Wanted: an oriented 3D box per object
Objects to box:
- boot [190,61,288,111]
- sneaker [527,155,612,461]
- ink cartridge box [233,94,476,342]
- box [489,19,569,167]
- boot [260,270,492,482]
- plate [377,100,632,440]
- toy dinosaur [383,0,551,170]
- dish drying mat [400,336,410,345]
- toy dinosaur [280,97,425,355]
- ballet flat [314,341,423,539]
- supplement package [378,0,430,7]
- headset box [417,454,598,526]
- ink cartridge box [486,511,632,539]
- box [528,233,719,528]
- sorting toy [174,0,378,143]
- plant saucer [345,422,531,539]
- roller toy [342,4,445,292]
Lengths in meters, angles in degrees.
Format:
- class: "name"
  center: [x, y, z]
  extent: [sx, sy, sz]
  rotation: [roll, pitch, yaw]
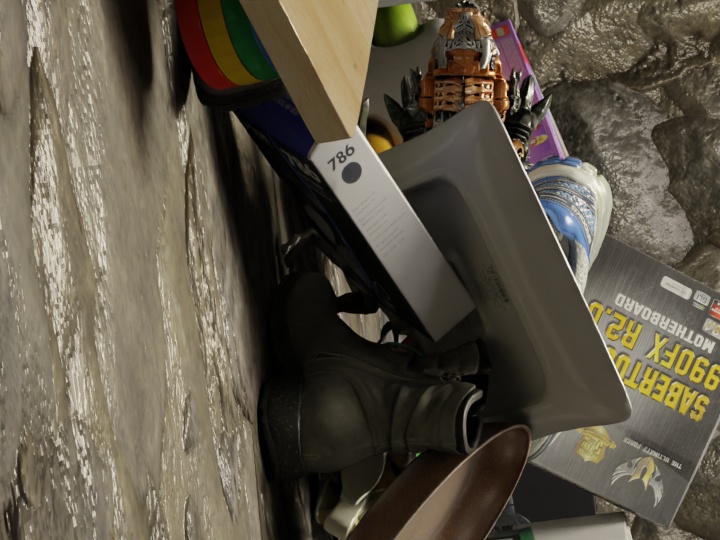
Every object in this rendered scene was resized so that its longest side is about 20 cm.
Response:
- class: "boot"
  center: [-0.073, -0.176, 1.388]
  extent: [0.200, 0.070, 0.132]
  rotation: [-102, 175, -58]
- class: "sneaker"
  center: [0.101, 0.032, 1.652]
  extent: [0.085, 0.077, 0.200]
  rotation: [-53, 152, -66]
- class: "ink cartridge box"
  center: [-0.013, -0.051, 1.521]
  extent: [0.099, 0.039, 0.200]
  rotation: [35, -17, 53]
- class: "box"
  center: [0.129, -0.069, 1.883]
  extent: [0.200, 0.039, 0.137]
  rotation: [-104, 170, -54]
- class: "boot"
  center: [0.014, 0.060, 1.570]
  extent: [0.200, 0.131, 0.068]
  rotation: [-88, 170, -61]
- class: "plate"
  center: [0.068, 0.012, 1.584]
  extent: [0.200, 0.032, 0.200]
  rotation: [66, -23, -1]
- class: "toy dinosaur"
  center: [0.058, -0.070, 1.660]
  extent: [0.136, 0.102, 0.200]
  rotation: [-81, -168, -69]
- class: "dish drying mat"
  center: [0.058, 0.050, 1.913]
  extent: [0.018, 0.200, 0.077]
  rotation: [36, 21, -23]
- class: "toy dinosaur"
  center: [0.000, 0.000, 1.698]
  extent: [0.047, 0.088, 0.200]
  rotation: [167, -99, -87]
- class: "ballet flat"
  center: [0.004, 0.126, 1.684]
  extent: [0.200, 0.069, 0.071]
  rotation: [101, 14, -51]
- class: "supplement package"
  center: [-0.021, -0.279, 1.738]
  extent: [0.200, 0.117, 0.117]
  rotation: [79, 7, -45]
- class: "headset box"
  center: [0.116, 0.214, 2.247]
  extent: [0.093, 0.174, 0.200]
  rotation: [2, 82, -85]
- class: "ink cartridge box"
  center: [0.092, 0.251, 1.779]
  extent: [0.084, 0.200, 0.146]
  rotation: [-88, 170, -67]
- class: "box"
  center: [0.147, 0.057, 1.764]
  extent: [0.158, 0.200, 0.048]
  rotation: [-64, -162, -5]
- class: "sorting toy"
  center: [-0.059, -0.191, 1.254]
  extent: [0.199, 0.070, 0.200]
  rotation: [-81, 152, -44]
- class: "plant saucer"
  center: [0.027, 0.164, 1.574]
  extent: [0.200, 0.032, 0.200]
  rotation: [-48, 162, -21]
- class: "roller toy"
  center: [0.027, -0.069, 1.844]
  extent: [0.182, 0.140, 0.200]
  rotation: [69, 4, -48]
